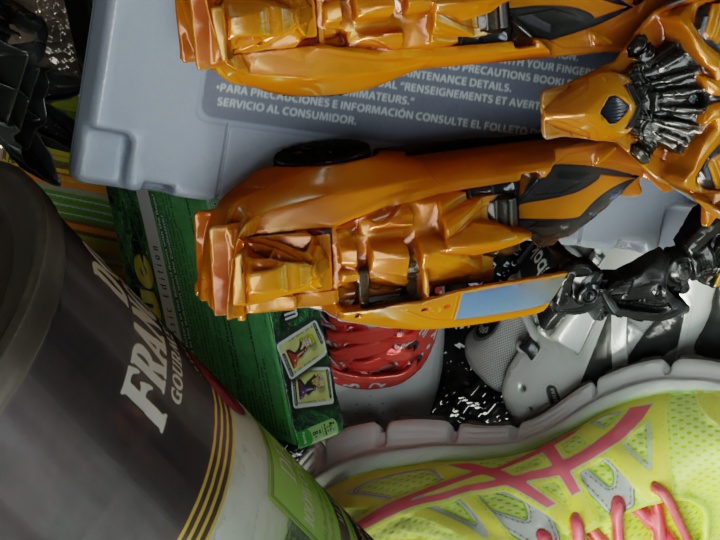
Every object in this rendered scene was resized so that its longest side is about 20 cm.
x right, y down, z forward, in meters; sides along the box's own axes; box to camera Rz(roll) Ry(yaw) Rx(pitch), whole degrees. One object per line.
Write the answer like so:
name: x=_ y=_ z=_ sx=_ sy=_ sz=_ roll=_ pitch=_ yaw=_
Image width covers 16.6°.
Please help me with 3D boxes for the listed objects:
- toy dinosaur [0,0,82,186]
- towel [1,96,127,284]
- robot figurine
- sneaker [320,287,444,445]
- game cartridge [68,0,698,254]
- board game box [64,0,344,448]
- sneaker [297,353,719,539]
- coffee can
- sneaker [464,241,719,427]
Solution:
toy dinosaur: x=-0.150 y=-0.083 z=0.748 sx=0.135 sy=0.200 sz=0.103 roll=8 pitch=107 yaw=25
towel: x=-0.100 y=0.027 z=0.903 sx=0.086 sy=0.018 sz=0.201 roll=11 pitch=116 yaw=-7
robot figurine: x=0.049 y=-0.047 z=0.711 sx=0.199 sy=0.058 sz=0.146 roll=-8 pitch=105 yaw=-15
sneaker: x=-0.001 y=0.000 z=0.843 sx=0.067 sy=0.108 sz=0.202 roll=-1 pitch=117 yaw=-2
game cartridge: x=0.019 y=-0.080 z=0.745 sx=0.199 sy=0.042 sz=0.134 roll=7 pitch=95 yaw=-19
board game box: x=-0.058 y=-0.047 z=0.802 sx=0.023 sy=0.105 sz=0.201 roll=-20 pitch=108 yaw=-30
sneaker: x=0.069 y=0.093 z=0.841 sx=0.199 sy=0.090 sz=0.078 roll=-14 pitch=127 yaw=19
coffee can: x=-0.092 y=0.086 z=0.748 sx=0.146 sy=0.147 sz=0.200 roll=-32 pitch=125 yaw=13
sneaker: x=0.082 y=0.013 z=0.873 sx=0.088 sy=0.074 sz=0.201 roll=2 pitch=120 yaw=-1
